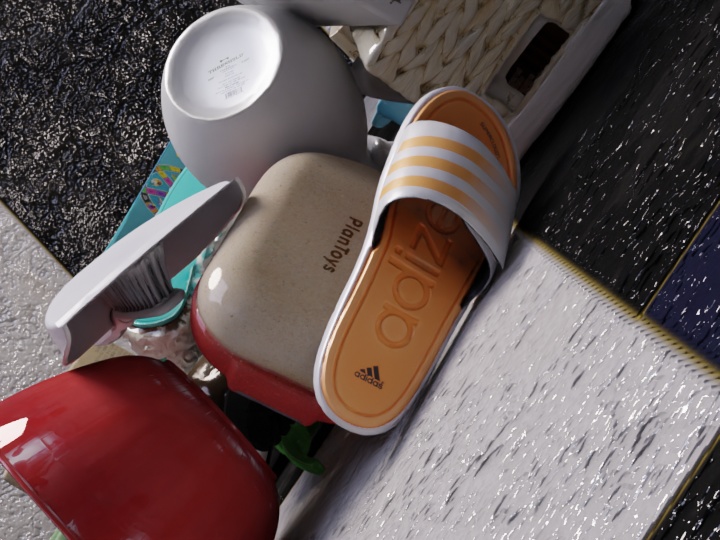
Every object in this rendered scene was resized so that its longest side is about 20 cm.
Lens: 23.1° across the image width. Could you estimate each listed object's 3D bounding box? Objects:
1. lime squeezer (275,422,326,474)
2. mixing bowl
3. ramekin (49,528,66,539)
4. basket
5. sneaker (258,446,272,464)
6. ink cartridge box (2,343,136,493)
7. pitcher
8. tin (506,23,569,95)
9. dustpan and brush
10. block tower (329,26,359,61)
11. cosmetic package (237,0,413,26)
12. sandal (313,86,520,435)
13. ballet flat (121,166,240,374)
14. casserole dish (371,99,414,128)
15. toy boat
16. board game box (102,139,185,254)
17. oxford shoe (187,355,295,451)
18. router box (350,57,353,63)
[{"bbox_3d":[-0.032,0.099,1.152,0.070,0.038,0.200,-20,18,18],"label":"lime squeezer"},{"bbox_3d":[-0.117,0.123,1.004,0.108,0.200,0.200,-42,3,-10],"label":"mixing bowl"},{"bbox_3d":[-0.262,0.319,1.470,0.200,0.097,0.200,-55,6,8],"label":"ramekin"},{"bbox_3d":[0.068,-0.183,1.120,0.136,0.123,0.200,-54,23,22],"label":"basket"},{"bbox_3d":[-0.116,0.055,1.278,0.081,0.114,0.201,96,174,-79],"label":"sneaker"},{"bbox_3d":[-0.168,0.140,1.345,0.075,0.164,0.200,-57,5,11],"label":"ink cartridge box"},{"bbox_3d":[-0.026,-0.098,1.138,0.171,0.122,0.200,-28,-30,9],"label":"pitcher"},{"bbox_3d":[0.109,-0.144,1.242,0.200,0.042,0.112,-53,10,28],"label":"tin"},{"bbox_3d":[-0.141,0.016,1.055,0.140,0.057,0.200,-42,14,-24],"label":"dustpan and brush"},{"bbox_3d":[0.068,-0.221,1.280,0.200,0.054,0.058,-33,29,29],"label":"block tower"},{"bbox_3d":[-0.038,-0.206,1.075,0.085,0.107,0.200,-65,23,-4],"label":"cosmetic package"},{"bbox_3d":[0.041,-0.010,0.924,0.207,0.079,0.059,-68,12,-24],"label":"sandal"},{"bbox_3d":[-0.115,-0.001,1.209,0.072,0.072,0.200,-51,15,42],"label":"ballet flat"},{"bbox_3d":[0.090,-0.172,1.351,0.200,0.039,0.121,-45,-9,8],"label":"casserole dish"},{"bbox_3d":[-0.026,0.026,1.026,0.200,0.130,0.131,-63,-2,-50],"label":"toy boat"},{"bbox_3d":[-0.092,-0.046,1.366,0.200,0.151,0.047,-56,6,23],"label":"board game box"},{"bbox_3d":[-0.054,0.036,1.150,0.200,0.084,0.073,-44,-47,-47],"label":"oxford shoe"},{"bbox_3d":[0.099,-0.231,1.417,0.149,0.051,0.200,-15,-30,-49],"label":"router box"}]
